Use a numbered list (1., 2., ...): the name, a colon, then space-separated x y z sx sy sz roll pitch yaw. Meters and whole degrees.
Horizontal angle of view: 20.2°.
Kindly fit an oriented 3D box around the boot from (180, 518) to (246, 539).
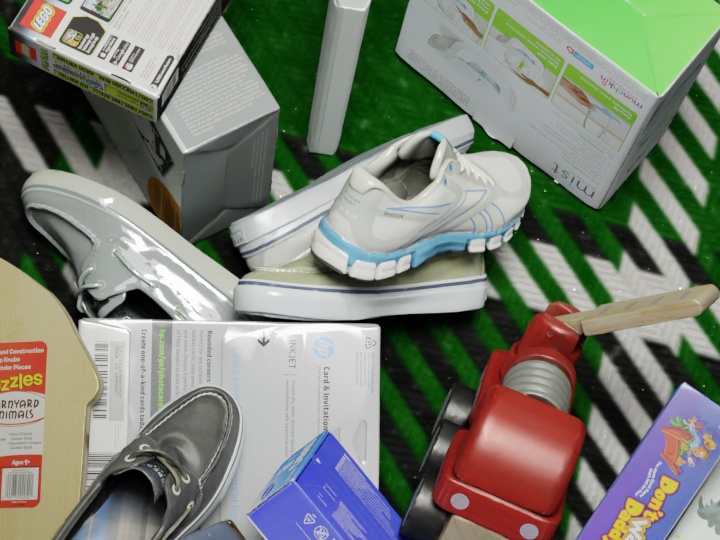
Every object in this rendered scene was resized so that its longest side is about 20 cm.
1. boot: -0.124 0.229 1.214 0.200 0.075 0.097 -25 61 -28

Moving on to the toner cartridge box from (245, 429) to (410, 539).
1. toner cartridge box: 0.017 0.202 1.277 0.043 0.095 0.200 -38 94 18

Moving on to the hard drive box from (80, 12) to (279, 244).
1. hard drive box: -0.140 -0.139 1.410 0.077 0.156 0.200 -26 71 -17

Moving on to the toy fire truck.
1. toy fire truck: 0.128 0.085 1.296 0.129 0.200 0.176 24 29 1

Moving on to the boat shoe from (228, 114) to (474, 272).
1. boat shoe: 0.002 -0.044 1.443 0.200 0.074 0.067 -27 97 -17

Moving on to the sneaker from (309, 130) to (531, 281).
1. sneaker: 0.055 -0.057 1.359 0.075 0.087 0.200 37 37 25

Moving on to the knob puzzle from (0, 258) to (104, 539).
1. knob puzzle: -0.258 0.081 1.327 0.219 0.030 0.220 -4 76 15

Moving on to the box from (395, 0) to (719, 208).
1. box: 0.137 -0.167 1.448 0.200 0.177 0.097 38 67 11

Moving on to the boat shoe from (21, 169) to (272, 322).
1. boat shoe: -0.158 0.006 1.387 0.201 0.070 0.072 33 60 4

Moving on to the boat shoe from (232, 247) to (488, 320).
1. boat shoe: 0.000 0.000 1.386 0.200 0.072 0.062 -3 95 -36

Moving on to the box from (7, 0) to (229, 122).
1. box: -0.136 -0.205 1.336 0.110 0.035 0.200 25 66 5

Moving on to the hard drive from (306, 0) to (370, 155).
1. hard drive: -0.009 -0.186 1.424 0.026 0.200 0.132 9 64 -2

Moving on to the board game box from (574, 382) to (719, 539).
1. board game box: 0.165 0.169 1.284 0.045 0.134 0.200 34 89 9

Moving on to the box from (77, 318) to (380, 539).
1. box: -0.088 0.111 1.337 0.200 0.041 0.156 1 87 -6

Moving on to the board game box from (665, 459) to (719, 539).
1. board game box: 0.237 0.171 1.323 0.064 0.148 0.200 32 66 9

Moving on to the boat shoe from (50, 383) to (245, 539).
1. boat shoe: -0.138 0.141 1.249 0.070 0.066 0.200 37 63 11
